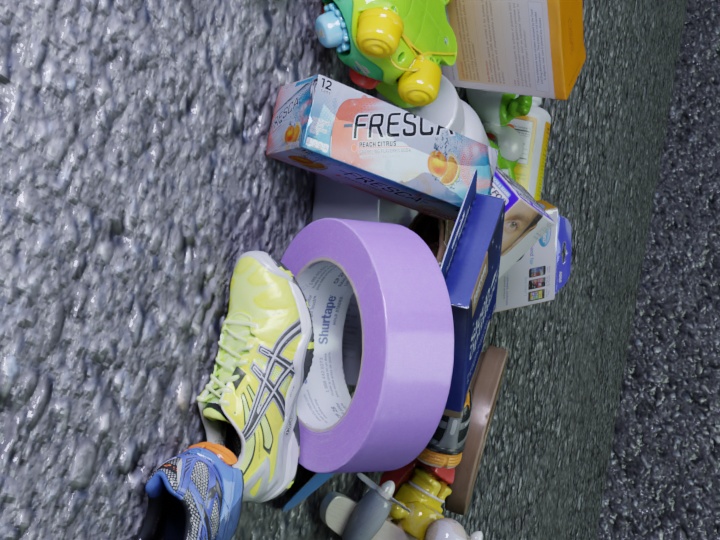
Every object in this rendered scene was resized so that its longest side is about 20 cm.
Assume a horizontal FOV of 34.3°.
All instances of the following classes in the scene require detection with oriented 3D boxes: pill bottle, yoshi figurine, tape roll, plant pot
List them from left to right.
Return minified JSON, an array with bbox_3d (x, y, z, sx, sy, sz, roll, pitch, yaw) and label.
[{"bbox_3d":[-0.007,0.061,0.946,0.065,0.199,0.203,3,96,-32],"label":"tape roll"},{"bbox_3d":[0.080,-0.117,1.215,0.200,0.113,0.116,54,48,-61],"label":"pill bottle"},{"bbox_3d":[0.108,0.180,1.389,0.201,0.091,0.204,16,90,-82],"label":"plant pot"},{"bbox_3d":[0.141,-0.180,1.346,0.112,0.110,0.203,-146,-131,-76],"label":"yoshi figurine"},{"bbox_3d":[0.178,-0.143,1.460,0.109,0.108,0.203,10,88,-68],"label":"pill bottle"}]

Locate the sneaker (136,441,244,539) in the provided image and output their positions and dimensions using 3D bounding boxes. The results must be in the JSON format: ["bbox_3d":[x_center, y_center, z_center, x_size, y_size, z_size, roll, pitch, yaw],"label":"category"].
[{"bbox_3d":[-0.139,0.230,0.862,0.078,0.074,0.203,9,81,-59],"label":"sneaker"}]

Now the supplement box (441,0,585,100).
[{"bbox_3d":[0.114,-0.248,1.142,0.074,0.198,0.127,-61,151,-34],"label":"supplement box"}]

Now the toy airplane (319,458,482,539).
[{"bbox_3d":[0.047,0.287,1.232,0.199,0.140,0.202,-23,109,-44],"label":"toy airplane"}]

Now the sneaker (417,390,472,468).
[{"bbox_3d":[0.084,0.119,1.265,0.201,0.077,0.078,-105,-153,-52],"label":"sneaker"}]

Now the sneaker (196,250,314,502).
[{"bbox_3d":[-0.087,0.086,0.925,0.076,0.075,0.203,0,89,-52],"label":"sneaker"}]

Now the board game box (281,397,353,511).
[{"bbox_3d":[-0.011,0.144,1.093,0.200,0.039,0.158,-48,168,24],"label":"board game box"}]

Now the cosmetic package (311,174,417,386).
[{"bbox_3d":[0.000,0.000,1.111,0.101,0.070,0.203,-5,102,-66],"label":"cosmetic package"}]

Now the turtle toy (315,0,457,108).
[{"bbox_3d":[0.026,-0.218,1.047,0.200,0.100,0.148,43,51,-50],"label":"turtle toy"}]

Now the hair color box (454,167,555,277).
[{"bbox_3d":[0.095,-0.011,1.198,0.200,0.065,0.109,-47,152,12],"label":"hair color box"}]

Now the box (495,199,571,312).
[{"bbox_3d":[0.160,-0.012,1.391,0.198,0.041,0.121,-11,114,-23],"label":"box"}]

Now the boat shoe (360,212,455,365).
[{"bbox_3d":[0.040,0.016,1.050,0.075,0.074,0.203,63,33,-29],"label":"boat shoe"}]

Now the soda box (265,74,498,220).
[{"bbox_3d":[0.021,-0.102,1.002,0.198,0.068,0.064,17,80,-32],"label":"soda box"}]

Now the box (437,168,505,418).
[{"bbox_3d":[0.093,0.023,1.007,0.201,0.032,0.122,85,22,-51],"label":"box"}]
